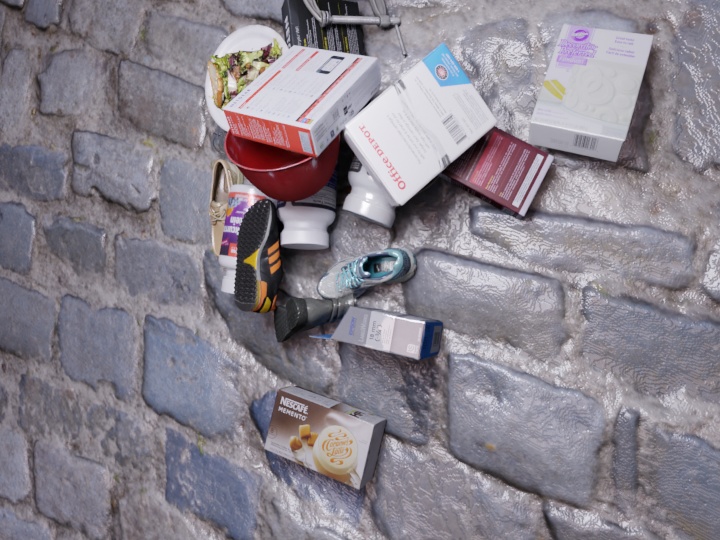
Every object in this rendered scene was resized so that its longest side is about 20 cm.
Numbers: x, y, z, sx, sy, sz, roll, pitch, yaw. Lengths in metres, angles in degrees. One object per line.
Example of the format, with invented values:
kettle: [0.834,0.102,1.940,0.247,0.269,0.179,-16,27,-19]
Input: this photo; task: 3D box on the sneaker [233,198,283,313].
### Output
sneaker: [-0.176,-0.024,1.003,0.068,0.089,0.207,2,81,31]

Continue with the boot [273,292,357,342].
boot: [-0.085,0.087,1.018,0.127,0.199,0.070,-4,79,-25]

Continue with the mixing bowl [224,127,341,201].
mixing bowl: [-0.114,-0.189,0.906,0.194,0.110,0.204,-7,48,8]

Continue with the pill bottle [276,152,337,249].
pill bottle: [-0.101,-0.146,1.032,0.112,0.115,0.207,1,85,20]

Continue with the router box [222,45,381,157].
router box: [-0.088,-0.276,0.870,0.176,0.050,0.201,20,56,28]

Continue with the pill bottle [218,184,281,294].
pill bottle: [-0.216,-0.055,1.069,0.108,0.111,0.207,8,87,21]

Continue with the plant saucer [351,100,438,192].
plant saucer: [0.078,-0.233,1.018,0.194,0.032,0.207,-2,84,21]

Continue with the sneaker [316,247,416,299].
sneaker: [0.000,0.000,0.996,0.195,0.086,0.080,-20,77,17]

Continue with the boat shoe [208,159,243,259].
boat shoe: [-0.285,-0.122,1.127,0.069,0.064,0.207,-2,84,20]

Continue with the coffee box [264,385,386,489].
coffee box: [-0.064,0.296,0.996,0.195,0.079,0.118,16,90,21]

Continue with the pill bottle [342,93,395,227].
pill bottle: [0.044,-0.187,0.950,0.114,0.116,0.206,21,93,21]

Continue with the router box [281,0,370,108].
router box: [-0.065,-0.408,1.032,0.145,0.051,0.207,-3,80,-23]

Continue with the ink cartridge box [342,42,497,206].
ink cartridge box: [0.087,-0.219,0.851,0.198,0.084,0.147,-39,98,-2]

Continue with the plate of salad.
plate of salad: [-0.214,-0.355,1.013,0.194,0.048,0.207,-2,86,23]

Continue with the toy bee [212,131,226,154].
toy bee: [-0.201,-0.322,1.089,0.193,0.133,0.110,-3,40,14]

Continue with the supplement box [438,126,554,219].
supplement box: [0.211,-0.183,0.930,0.197,0.061,0.111,30,95,9]

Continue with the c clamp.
c clamp: [-0.015,-0.487,1.022,0.194,0.027,0.176,-3,71,-22]

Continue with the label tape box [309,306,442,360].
label tape box: [0.031,0.099,0.944,0.194,0.144,0.065,9,88,21]

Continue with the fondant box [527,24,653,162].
fondant box: [0.363,-0.285,0.870,0.141,0.059,0.204,17,71,20]
